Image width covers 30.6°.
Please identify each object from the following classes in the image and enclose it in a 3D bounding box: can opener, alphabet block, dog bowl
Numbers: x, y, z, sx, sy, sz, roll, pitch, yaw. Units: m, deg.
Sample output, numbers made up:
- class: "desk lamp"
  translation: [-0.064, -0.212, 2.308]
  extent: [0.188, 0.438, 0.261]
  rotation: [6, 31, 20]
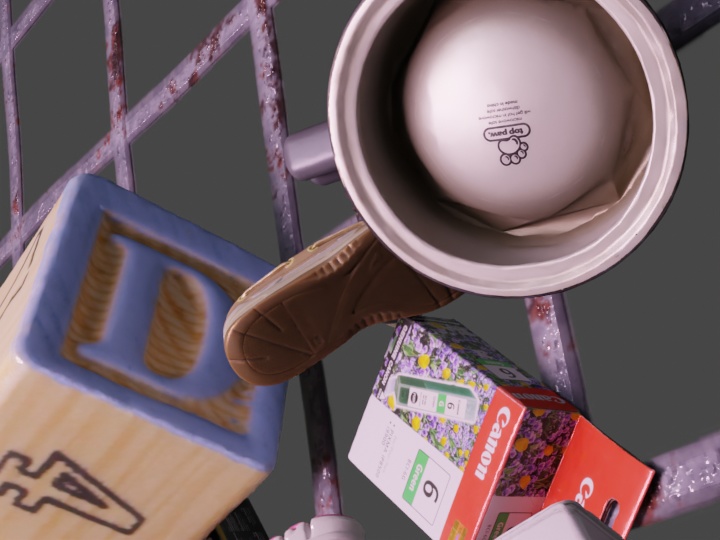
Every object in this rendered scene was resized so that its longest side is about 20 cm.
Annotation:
- class: "can opener"
  translation: [0.049, -0.080, 0.817]
  extent: [0.200, 0.053, 0.067]
  rotation: [-17, 80, 24]
- class: "alphabet block"
  translation: [-0.182, 0.087, 0.970]
  extent: [0.200, 0.196, 0.196]
  rotation: [-46, 24, 38]
- class: "dog bowl"
  translation: [0.085, -0.090, 0.736]
  extent: [0.200, 0.074, 0.201]
  rotation: [6, 109, 18]

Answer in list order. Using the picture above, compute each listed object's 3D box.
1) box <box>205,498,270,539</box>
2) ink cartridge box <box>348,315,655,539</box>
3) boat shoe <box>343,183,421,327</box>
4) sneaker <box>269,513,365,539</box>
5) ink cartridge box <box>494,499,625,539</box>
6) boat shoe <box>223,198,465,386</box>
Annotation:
- class: "box"
  translation: [-0.097, 0.299, 0.997]
  extent: [0.200, 0.049, 0.160]
  rotation: [55, 128, 42]
- class: "ink cartridge box"
  translation: [0.077, 0.116, 0.797]
  extent: [0.200, 0.050, 0.109]
  rotation: [37, 112, 51]
- class: "boat shoe"
  translation: [0.018, -0.062, 0.897]
  extent: [0.073, 0.065, 0.201]
  rotation: [-1, 83, 51]
- class: "sneaker"
  translation: [-0.073, 0.247, 0.888]
  extent: [0.200, 0.074, 0.088]
  rotation: [-31, 42, 0]
- class: "ink cartridge box"
  translation: [0.132, 0.224, 0.614]
  extent: [0.085, 0.146, 0.200]
  rotation: [-34, 52, 12]
- class: "boat shoe"
  translation: [0.000, 0.000, 0.837]
  extent: [0.074, 0.200, 0.066]
  rotation: [68, 172, -22]
